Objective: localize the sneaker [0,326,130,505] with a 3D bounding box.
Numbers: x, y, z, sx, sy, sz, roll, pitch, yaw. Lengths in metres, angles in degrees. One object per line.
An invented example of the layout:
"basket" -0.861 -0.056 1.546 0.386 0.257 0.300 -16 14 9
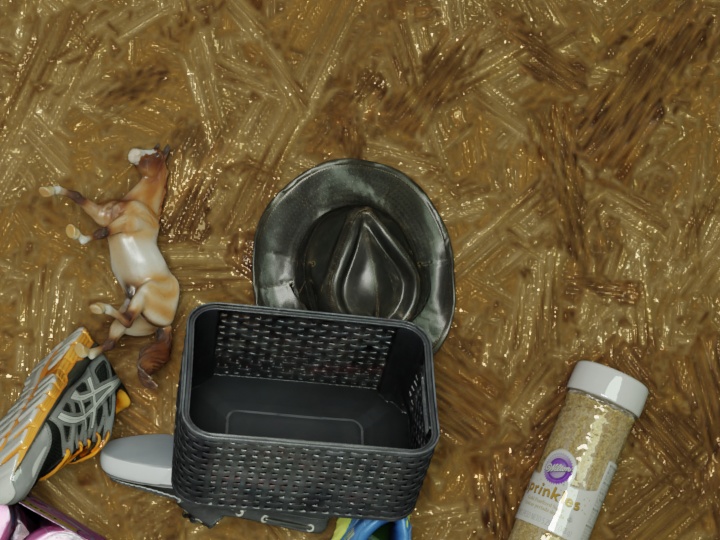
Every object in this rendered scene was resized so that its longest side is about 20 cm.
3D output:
"sneaker" -0.231 0.120 1.129 0.078 0.200 0.077 -34 106 26

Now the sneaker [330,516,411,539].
"sneaker" -0.019 0.268 1.185 0.075 0.105 0.201 27 80 -7

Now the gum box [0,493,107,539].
"gum box" -0.297 0.194 1.136 0.199 0.113 0.066 31 80 -6

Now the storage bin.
"storage bin" -0.046 0.112 1.156 0.199 0.094 0.136 6 45 -9

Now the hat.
"hat" 0.000 0.000 1.227 0.199 0.081 0.202 1 84 -9

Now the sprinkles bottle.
"sprinkles bottle" 0.182 0.181 1.250 0.068 0.068 0.201 25 81 -7

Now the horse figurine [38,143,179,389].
"horse figurine" -0.190 -0.002 1.189 0.050 0.132 0.201 -17 87 32

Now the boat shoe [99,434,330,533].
"boat shoe" -0.117 0.182 1.199 0.198 0.070 0.067 6 105 -6
